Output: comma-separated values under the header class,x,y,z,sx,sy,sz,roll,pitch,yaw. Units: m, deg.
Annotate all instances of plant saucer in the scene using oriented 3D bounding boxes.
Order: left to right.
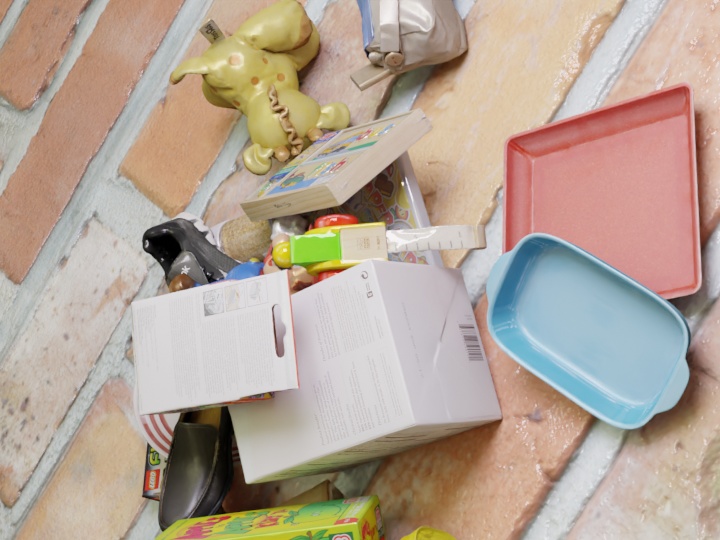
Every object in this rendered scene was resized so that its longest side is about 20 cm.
class,x,y,z,sx,sy,sz,roll,pitch,yaw
plant saucer,0.220,-0.051,1.154,0.199,0.037,0.200,-14,62,38

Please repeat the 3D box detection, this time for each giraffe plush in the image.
class,x,y,z,sx,sy,sz,roll,pitch,yaw
giraffe plush,-0.097,-0.195,1.439,0.172,0.200,0.162,-38,79,20

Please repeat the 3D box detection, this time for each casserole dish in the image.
class,x,y,z,sx,sy,sz,roll,pitch,yaw
casserole dish,0.197,0.048,1.089,0.200,0.039,0.121,35,117,29

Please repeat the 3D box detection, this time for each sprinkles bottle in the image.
class,x,y,z,sx,sy,sz,roll,pitch,yaw
sprinkles bottle,-0.082,-0.048,1.407,0.200,0.068,0.068,-22,58,34

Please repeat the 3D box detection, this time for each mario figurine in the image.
class,x,y,z,sx,sy,sz,roll,pitch,yaw
mario figurine,-0.106,0.001,1.273,0.200,0.106,0.124,-19,72,15

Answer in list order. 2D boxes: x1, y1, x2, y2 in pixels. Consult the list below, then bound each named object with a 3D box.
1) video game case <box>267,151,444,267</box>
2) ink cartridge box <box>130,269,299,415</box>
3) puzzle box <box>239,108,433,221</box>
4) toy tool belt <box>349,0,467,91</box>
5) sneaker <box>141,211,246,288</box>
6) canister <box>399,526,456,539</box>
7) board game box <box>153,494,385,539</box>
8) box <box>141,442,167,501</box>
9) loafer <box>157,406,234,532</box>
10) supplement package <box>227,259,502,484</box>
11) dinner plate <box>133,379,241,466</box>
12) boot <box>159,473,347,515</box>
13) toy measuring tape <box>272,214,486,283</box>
class,x,y,z,sx,sy,sz,roll,pitch,yaw
video game case,0.000,0.000,1.294,0.182,0.023,0.200,-23,78,33
ink cartridge box,-0.122,0.067,1.157,0.200,0.050,0.109,-12,79,36
puzzle box,-0.028,-0.104,1.277,0.133,0.025,0.200,-41,17,-25
toy tool belt,0.031,-0.294,1.375,0.123,0.125,0.200,-23,57,24
sneaker,-0.162,0.010,1.371,0.200,0.090,0.067,39,117,23
canister,0.020,0.343,1.129,0.200,0.086,0.149,-42,48,23
board game box,-0.086,0.250,1.157,0.200,0.102,0.048,-9,93,12
box,-0.190,0.154,1.438,0.110,0.035,0.200,-15,62,37
loafer,-0.165,0.172,1.281,0.073,0.072,0.200,-2,53,22
supplement package,-0.004,0.097,1.192,0.200,0.151,0.152,-24,73,33
dinner plate,-0.146,0.126,1.371,0.200,0.024,0.200,-6,57,9
boot,-0.098,0.252,1.282,0.200,0.066,0.175,-30,77,32
toy measuring tape,0.017,-0.020,1.196,0.200,0.074,0.074,-5,64,4
